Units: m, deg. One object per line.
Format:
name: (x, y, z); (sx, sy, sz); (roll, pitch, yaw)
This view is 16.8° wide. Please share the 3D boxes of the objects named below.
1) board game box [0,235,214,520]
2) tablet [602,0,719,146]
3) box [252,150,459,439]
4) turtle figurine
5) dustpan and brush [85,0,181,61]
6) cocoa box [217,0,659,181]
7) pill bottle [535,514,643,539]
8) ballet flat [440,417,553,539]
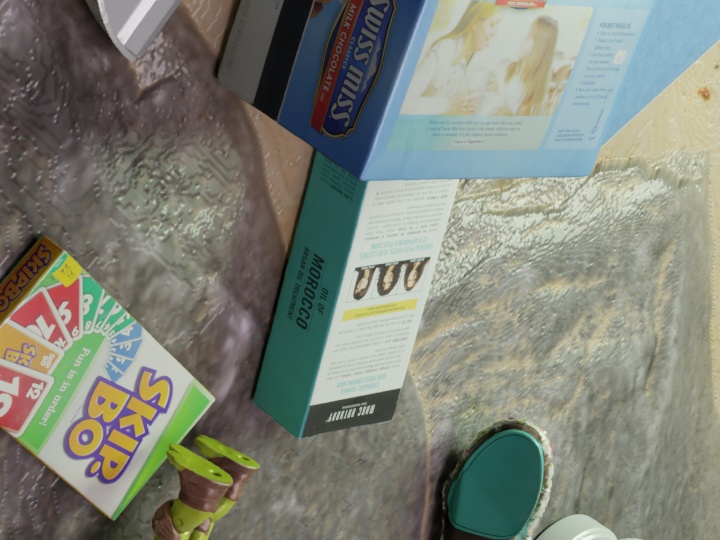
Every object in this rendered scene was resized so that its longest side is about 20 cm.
board game box: (-0.156, 0.068, 1.382); (0.096, 0.030, 0.200); (-50, 144, -8)
tablet: (0.205, -0.180, 1.593); (0.200, 0.014, 0.130); (-41, 140, -16)
box: (0.000, 0.000, 1.476); (0.082, 0.049, 0.201); (-8, 122, -43)
turtle figurine: (-0.124, 0.181, 1.440); (0.200, 0.064, 0.162); (4, 117, -61)
dustpan and brush: (-0.110, -0.192, 1.211); (0.140, 0.057, 0.200); (-54, 142, -3)
cocoa box: (0.047, -0.136, 1.358); (0.199, 0.131, 0.134); (-3, 122, -46)
pill bottle: (0.209, 0.267, 1.771); (0.115, 0.200, 0.116); (-25, 132, -32)
ballet flat: (0.091, 0.178, 1.702); (0.064, 0.075, 0.201); (-52, 161, -60)
